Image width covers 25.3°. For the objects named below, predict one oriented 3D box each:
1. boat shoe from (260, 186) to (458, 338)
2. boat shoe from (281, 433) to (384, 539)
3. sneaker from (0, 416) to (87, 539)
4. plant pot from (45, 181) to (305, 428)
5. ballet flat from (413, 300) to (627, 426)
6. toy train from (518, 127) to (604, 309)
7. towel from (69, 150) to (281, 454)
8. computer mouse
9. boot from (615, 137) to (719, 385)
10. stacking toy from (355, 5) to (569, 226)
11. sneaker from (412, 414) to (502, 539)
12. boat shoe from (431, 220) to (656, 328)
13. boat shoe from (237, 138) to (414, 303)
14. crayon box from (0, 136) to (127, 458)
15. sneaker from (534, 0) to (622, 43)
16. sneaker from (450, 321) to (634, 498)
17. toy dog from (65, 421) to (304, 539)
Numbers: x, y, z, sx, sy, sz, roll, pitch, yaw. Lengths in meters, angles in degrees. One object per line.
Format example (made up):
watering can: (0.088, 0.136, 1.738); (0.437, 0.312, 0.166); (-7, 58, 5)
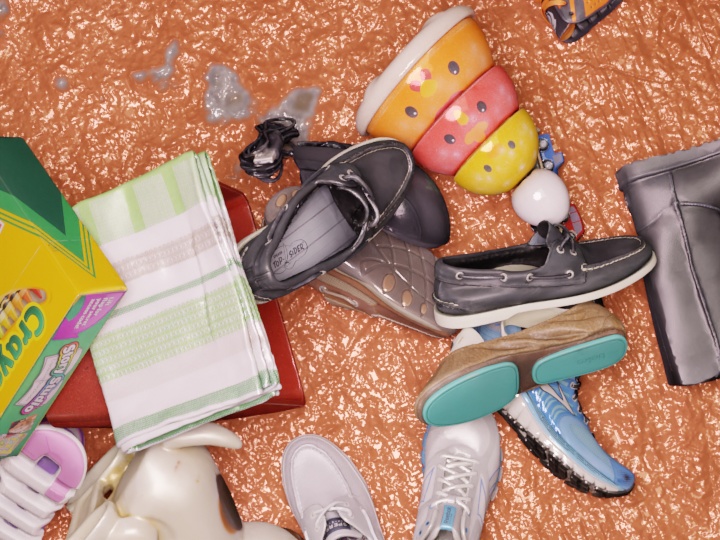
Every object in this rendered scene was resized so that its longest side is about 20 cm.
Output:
boat shoe: (0.000, 0.000, 1.410); (0.199, 0.072, 0.076); (33, 52, -1)
boat shoe: (-0.016, 0.229, 1.367); (0.071, 0.069, 0.201); (-18, 72, -1)
sneaker: (-0.299, 0.200, 1.385); (0.080, 0.089, 0.200); (37, 106, -12)
plant pot: (-0.177, 0.043, 1.355); (0.175, 0.200, 0.201); (-18, 81, 11)
ballet flat: (0.125, 0.070, 1.341); (0.199, 0.068, 0.073); (-20, 47, -12)
toy train: (0.178, -0.037, 1.428); (0.045, 0.034, 0.201); (-15, 81, -5)
towel: (-0.155, 0.024, 1.236); (0.148, 0.031, 0.201); (-22, 80, 18)
computer mouse: (-0.003, -0.085, 1.399); (0.199, 0.139, 0.053); (26, 110, -3)
boot: (0.326, -0.011, 1.403); (0.164, 0.066, 0.202); (-15, 78, 7)
stacking toy: (0.108, -0.117, 1.389); (0.200, 0.146, 0.146); (43, 84, 4)
sneaker: (0.081, 0.201, 1.368); (0.074, 0.087, 0.202); (8, 80, 4)
boat shoe: (0.154, -0.009, 1.361); (0.198, 0.075, 0.067); (-13, 110, -1)
boat shoe: (-0.020, -0.045, 1.292); (0.199, 0.066, 0.075); (-34, 100, -26)
crayon box: (-0.292, 0.024, 1.279); (0.173, 0.058, 0.200); (52, 122, 25)
sneaker: (0.150, -0.260, 1.442); (0.198, 0.078, 0.113); (-11, 80, 0)
sneaker: (0.171, 0.111, 1.384); (0.090, 0.078, 0.200); (-41, 83, -8)
toy dog: (-0.131, 0.225, 1.342); (0.200, 0.140, 0.194); (40, 99, -18)
